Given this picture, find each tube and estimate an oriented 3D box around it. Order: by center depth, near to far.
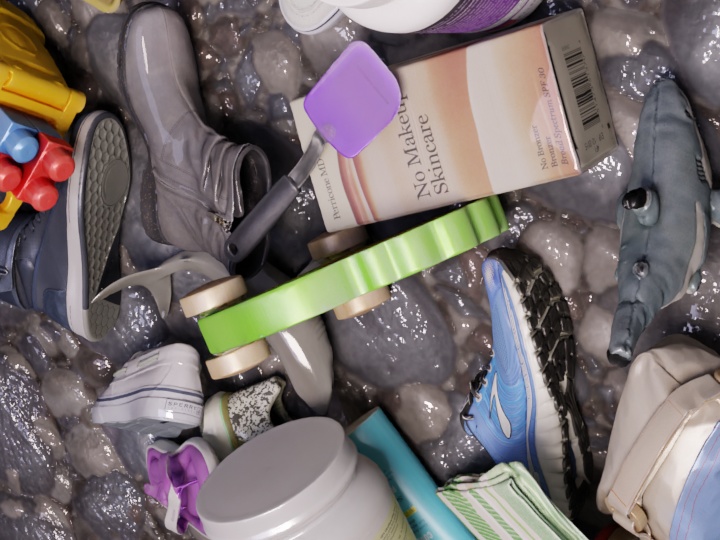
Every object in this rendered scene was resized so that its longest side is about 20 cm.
[{"bbox_3d":[0.053,0.202,1.026,0.201,0.050,0.077,53,137,0],"label":"tube"}]

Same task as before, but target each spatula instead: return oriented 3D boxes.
[{"bbox_3d":[-0.041,-0.070,0.900,0.057,0.020,0.200,49,127,10],"label":"spatula"}]

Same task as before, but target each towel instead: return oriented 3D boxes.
[{"bbox_3d":[0.127,0.196,0.908,0.153,0.023,0.200,47,165,2],"label":"towel"}]

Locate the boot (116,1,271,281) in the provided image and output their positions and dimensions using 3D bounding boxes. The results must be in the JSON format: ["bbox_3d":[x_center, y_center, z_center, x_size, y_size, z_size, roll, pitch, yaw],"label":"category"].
[{"bbox_3d":[-0.117,-0.101,0.992,0.131,0.069,0.203,18,123,47],"label":"boot"}]

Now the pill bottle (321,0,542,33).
[{"bbox_3d":[0.039,-0.204,0.806,0.110,0.199,0.113,6,102,29],"label":"pill bottle"}]

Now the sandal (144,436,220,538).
[{"bbox_3d":[-0.153,0.183,1.075,0.202,0.049,0.084,-17,88,68],"label":"sandal"}]

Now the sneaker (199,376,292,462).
[{"bbox_3d":[-0.053,0.175,1.067,0.088,0.077,0.202,-30,94,18],"label":"sneaker"}]

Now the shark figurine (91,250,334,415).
[{"bbox_3d":[-0.107,0.017,1.031,0.213,0.089,0.130,25,108,23],"label":"shark figurine"}]

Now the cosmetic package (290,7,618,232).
[{"bbox_3d":[0.063,-0.101,0.897,0.198,0.087,0.105,-13,99,33],"label":"cosmetic package"}]

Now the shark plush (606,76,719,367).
[{"bbox_3d":[0.171,-0.025,0.810,0.090,0.201,0.084,11,143,37],"label":"shark plush"}]

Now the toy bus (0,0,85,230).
[{"bbox_3d":[-0.313,-0.098,1.046,0.192,0.135,0.201,45,106,31],"label":"toy bus"}]

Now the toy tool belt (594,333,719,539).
[{"bbox_3d":[0.225,0.150,0.862,0.122,0.124,0.203,24,117,31],"label":"toy tool belt"}]

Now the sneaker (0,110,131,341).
[{"bbox_3d":[-0.274,-0.052,1.114,0.145,0.077,0.205,20,115,21],"label":"sneaker"}]

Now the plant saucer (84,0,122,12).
[{"bbox_3d":[-0.229,-0.335,1.017,0.199,0.048,0.202,31,119,18],"label":"plant saucer"}]

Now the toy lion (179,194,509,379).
[{"bbox_3d":[0.000,0.000,0.907,0.191,0.199,0.069,-20,94,52],"label":"toy lion"}]

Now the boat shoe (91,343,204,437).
[{"bbox_3d":[-0.170,0.100,1.090,0.199,0.073,0.068,-15,63,60],"label":"boat shoe"}]

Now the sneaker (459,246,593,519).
[{"bbox_3d":[0.106,0.084,0.935,0.088,0.078,0.203,-3,104,28],"label":"sneaker"}]

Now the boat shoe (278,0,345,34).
[{"bbox_3d":[-0.021,-0.255,0.899,0.074,0.086,0.204,35,119,16],"label":"boat shoe"}]

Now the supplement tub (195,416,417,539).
[{"bbox_3d":[-0.024,0.226,0.969,0.144,0.145,0.202,-14,113,32],"label":"supplement tub"}]
